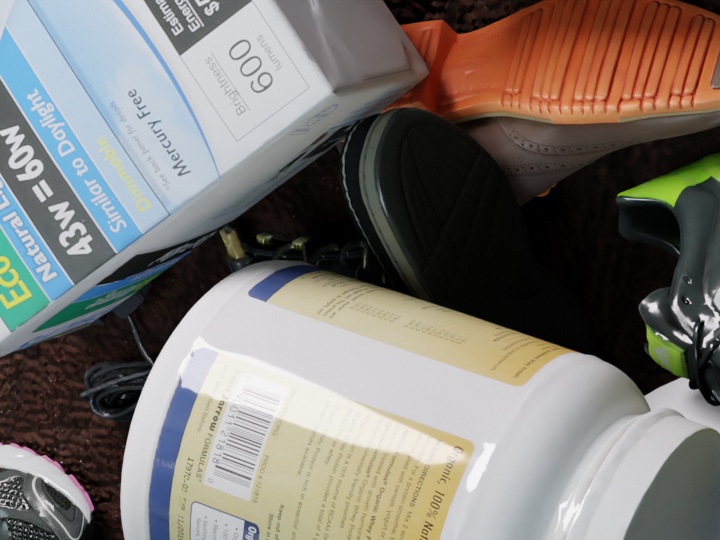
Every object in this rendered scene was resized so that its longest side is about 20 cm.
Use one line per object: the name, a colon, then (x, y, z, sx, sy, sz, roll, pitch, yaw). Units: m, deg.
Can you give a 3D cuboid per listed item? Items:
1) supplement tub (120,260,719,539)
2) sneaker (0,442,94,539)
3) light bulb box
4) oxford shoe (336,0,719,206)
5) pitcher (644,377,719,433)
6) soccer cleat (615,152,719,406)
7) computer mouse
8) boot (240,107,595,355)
supplement tub: (0.026, 0.088, 0.880, 0.200, 0.144, 0.145, 18, 123, 27)
sneaker: (-0.237, 0.140, 1.249, 0.199, 0.086, 0.081, 9, 120, 27)
light bulb box: (-0.117, -0.099, 0.936, 0.200, 0.125, 0.199, -36, 85, 21)
oxford shoe: (0.079, -0.068, 0.973, 0.199, 0.071, 0.073, 0, 138, 32)
pitcher: (0.127, 0.138, 0.956, 0.200, 0.172, 0.121, -29, 136, 14)
soccer cleat: (0.157, 0.036, 0.897, 0.081, 0.200, 0.068, -15, 139, -3)
computer mouse: (-0.122, -0.014, 1.123, 0.140, 0.046, 0.201, -10, 108, 36)
boot: (0.000, 0.002, 1.001, 0.153, 0.074, 0.204, 5, 151, 33)
